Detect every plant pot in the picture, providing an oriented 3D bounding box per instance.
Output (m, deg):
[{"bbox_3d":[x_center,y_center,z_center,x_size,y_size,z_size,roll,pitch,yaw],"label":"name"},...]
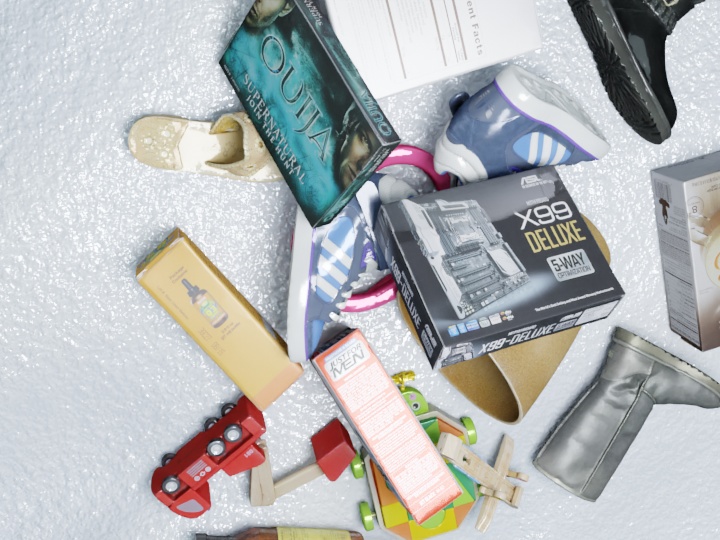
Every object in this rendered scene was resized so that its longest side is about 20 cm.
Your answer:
[{"bbox_3d":[0.170,0.027,1.012,0.199,0.186,0.188,-41,110,-16],"label":"plant pot"}]

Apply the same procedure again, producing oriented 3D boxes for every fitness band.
[{"bbox_3d":[0.017,-0.044,1.020,0.199,0.037,0.144,-39,108,-1],"label":"fitness band"}]

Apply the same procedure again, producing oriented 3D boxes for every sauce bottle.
[{"bbox_3d":[-0.094,0.325,1.079,0.195,0.066,0.067,9,103,-13],"label":"sauce bottle"}]

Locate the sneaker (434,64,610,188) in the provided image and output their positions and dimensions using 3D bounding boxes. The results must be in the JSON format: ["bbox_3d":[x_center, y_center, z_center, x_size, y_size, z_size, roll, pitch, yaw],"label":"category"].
[{"bbox_3d":[0.162,-0.126,0.999,0.198,0.081,0.146,15,129,-46],"label":"sneaker"}]

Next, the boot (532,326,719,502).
[{"bbox_3d":[0.325,0.190,1.128,0.179,0.073,0.203,26,92,-3],"label":"boot"}]

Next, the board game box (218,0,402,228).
[{"bbox_3d":[-0.053,-0.161,0.885,0.028,0.135,0.202,-19,72,-42],"label":"board game box"}]

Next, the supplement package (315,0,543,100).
[{"bbox_3d":[0.060,-0.250,0.929,0.196,0.121,0.122,-18,105,-7],"label":"supplement package"}]

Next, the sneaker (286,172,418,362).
[{"bbox_3d":[0.000,0.000,0.967,0.143,0.081,0.205,5,95,-6],"label":"sneaker"}]

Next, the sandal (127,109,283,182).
[{"bbox_3d":[-0.129,-0.123,0.950,0.207,0.070,0.079,-1,105,-12],"label":"sandal"}]

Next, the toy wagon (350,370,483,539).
[{"bbox_3d":[0.064,0.218,1.096,0.152,0.040,0.204,-14,107,-8],"label":"toy wagon"}]

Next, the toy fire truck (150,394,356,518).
[{"bbox_3d":[-0.119,0.217,1.050,0.199,0.049,0.141,-40,117,6],"label":"toy fire truck"}]

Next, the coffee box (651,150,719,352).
[{"bbox_3d":[0.413,-0.026,1.084,0.112,0.080,0.204,-16,107,-7],"label":"coffee box"}]

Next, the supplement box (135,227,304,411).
[{"bbox_3d":[-0.147,0.051,0.995,0.066,0.069,0.201,-40,110,0],"label":"supplement box"}]

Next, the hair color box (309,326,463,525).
[{"bbox_3d":[0.022,0.161,1.006,0.063,0.111,0.202,-31,91,-7],"label":"hair color box"}]

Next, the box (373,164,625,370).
[{"bbox_3d":[0.131,-0.008,0.904,0.196,0.160,0.050,-13,152,-18],"label":"box"}]

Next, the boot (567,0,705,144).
[{"bbox_3d":[0.329,-0.261,1.005,0.156,0.079,0.213,-31,108,-2],"label":"boot"}]

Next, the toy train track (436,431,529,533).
[{"bbox_3d":[0.147,0.233,1.074,0.200,0.032,0.117,41,64,-45],"label":"toy train track"}]
